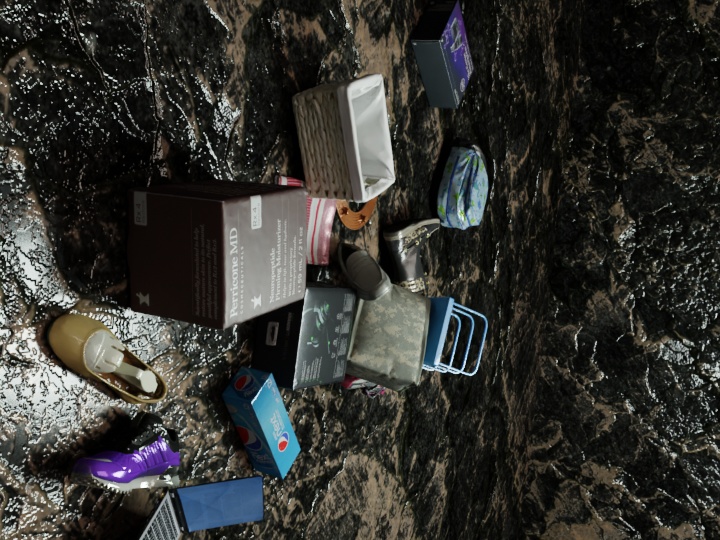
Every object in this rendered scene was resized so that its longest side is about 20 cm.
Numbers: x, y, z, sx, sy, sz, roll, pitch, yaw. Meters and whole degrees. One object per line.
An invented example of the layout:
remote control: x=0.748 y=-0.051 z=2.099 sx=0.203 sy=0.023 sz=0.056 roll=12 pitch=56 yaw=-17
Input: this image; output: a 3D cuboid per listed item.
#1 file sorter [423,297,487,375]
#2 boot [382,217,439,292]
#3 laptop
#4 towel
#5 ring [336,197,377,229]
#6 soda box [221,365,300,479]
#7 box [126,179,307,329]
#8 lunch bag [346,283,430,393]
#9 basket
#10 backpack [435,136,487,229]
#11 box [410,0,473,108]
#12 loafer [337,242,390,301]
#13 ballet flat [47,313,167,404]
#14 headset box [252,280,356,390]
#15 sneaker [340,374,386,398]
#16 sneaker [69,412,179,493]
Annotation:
file sorter: x=0.158 y=0.143 z=1.680 sx=0.121 sy=0.199 sz=0.141 roll=22 pitch=77 yaw=-28
boot: x=0.125 y=-0.037 z=1.791 sx=0.199 sy=0.072 sz=0.153 roll=-23 pitch=107 yaw=-56
laptop: x=-0.232 y=0.386 z=1.109 sx=0.188 sy=0.114 sz=0.201 roll=98 pitch=16 yaw=-54
towel: x=-0.102 y=-0.086 z=1.405 sx=0.199 sy=0.022 sz=0.147 roll=5 pitch=92 yaw=-64
ring: x=0.000 y=-0.183 z=1.585 sx=0.200 sy=0.019 sz=0.204 roll=-30 pitch=125 yaw=-57
soda box: x=-0.165 y=0.259 z=1.328 sx=0.068 sy=0.063 sz=0.202 roll=-56 pitch=143 yaw=-40
box: x=-0.191 y=-0.031 z=1.079 sx=0.199 sy=0.162 sz=0.169 roll=-21 pitch=116 yaw=-60
lunch bag: x=0.047 y=0.120 z=1.579 sx=0.118 sy=0.162 sz=0.203 roll=140 pitch=-32 yaw=-64
basket: x=-0.029 y=-0.232 z=1.379 sx=0.135 sy=0.122 sz=0.203 roll=-38 pitch=125 yaw=-55
backpack: x=0.257 y=-0.202 z=1.986 sx=0.201 sy=0.152 sz=0.164 roll=-56 pitch=152 yaw=-20
box: x=0.193 y=-0.499 z=1.821 sx=0.143 sy=0.078 sz=0.201 roll=-64 pitch=149 yaw=-27
loafer: x=0.000 y=0.000 z=1.486 sx=0.070 sy=0.200 sz=0.070 roll=-36 pitch=116 yaw=-7
ballet flat: x=-0.310 y=0.114 z=0.995 sx=0.200 sy=0.062 sz=0.070 roll=55 pitch=49 yaw=-54
headset box: x=-0.100 y=0.110 z=1.384 sx=0.199 sy=0.091 sz=0.177 roll=2 pitch=96 yaw=-63
sneaker: x=0.017 y=0.235 z=1.673 sx=0.199 sy=0.080 sz=0.076 roll=6 pitch=99 yaw=-62
sneaker: x=-0.306 y=0.238 z=1.044 sx=0.200 sy=0.068 sz=0.101 roll=33 pitch=62 yaw=-67
